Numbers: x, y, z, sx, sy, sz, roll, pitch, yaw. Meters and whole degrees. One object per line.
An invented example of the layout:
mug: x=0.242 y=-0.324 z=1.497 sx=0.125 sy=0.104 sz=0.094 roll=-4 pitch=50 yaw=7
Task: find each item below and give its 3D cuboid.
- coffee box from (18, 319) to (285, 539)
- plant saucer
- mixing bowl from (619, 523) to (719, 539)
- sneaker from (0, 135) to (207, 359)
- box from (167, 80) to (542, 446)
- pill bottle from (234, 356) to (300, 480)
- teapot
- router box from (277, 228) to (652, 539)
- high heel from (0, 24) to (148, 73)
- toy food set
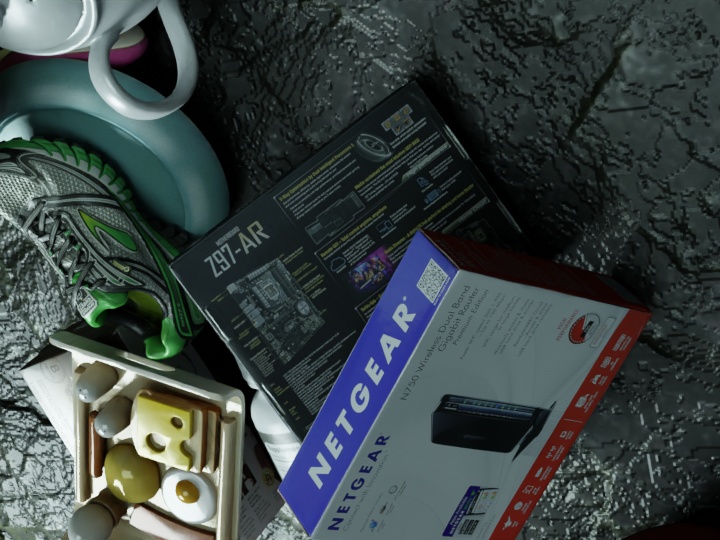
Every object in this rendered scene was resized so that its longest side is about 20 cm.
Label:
coffee box: x=-0.159 y=0.127 z=1.073 sx=0.113 sy=0.080 sz=0.201 roll=-20 pitch=105 yaw=32
plant saucer: x=-0.193 y=-0.063 z=0.989 sx=0.199 sy=0.028 sz=0.201 roll=11 pitch=135 yaw=11
mixing bowl: x=0.227 y=0.251 z=0.942 sx=0.199 sy=0.108 sz=0.201 roll=11 pitch=118 yaw=20
sneaker: x=-0.185 y=-0.017 z=0.951 sx=0.200 sy=0.085 sz=0.078 roll=37 pitch=135 yaw=-16
box: x=0.000 y=0.000 z=0.892 sx=0.200 sy=0.044 sz=0.161 roll=-38 pitch=98 yaw=-6
pill bottle: x=-0.009 y=0.119 z=0.981 sx=0.113 sy=0.114 sz=0.201 roll=-17 pitch=106 yaw=30
teapot: x=-0.203 y=-0.202 z=0.849 sx=0.199 sy=0.147 sz=0.198 roll=10 pitch=146 yaw=8
router box: x=0.067 y=0.084 z=0.873 sx=0.049 sy=0.179 sz=0.201 roll=47 pitch=117 yaw=45
high heel: x=-0.232 y=-0.132 z=0.994 sx=0.199 sy=0.068 sz=0.096 roll=-3 pitch=127 yaw=19
toy food set: x=-0.162 y=0.150 z=1.000 sx=0.143 sy=0.060 sz=0.201 roll=16 pitch=121 yaw=17
